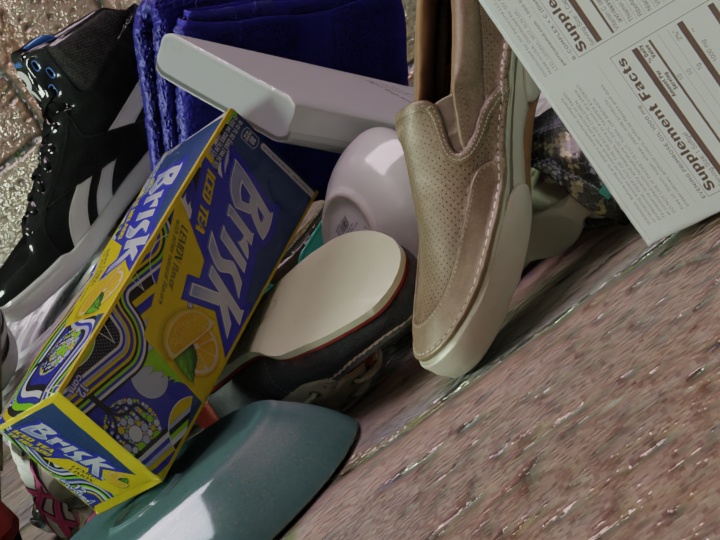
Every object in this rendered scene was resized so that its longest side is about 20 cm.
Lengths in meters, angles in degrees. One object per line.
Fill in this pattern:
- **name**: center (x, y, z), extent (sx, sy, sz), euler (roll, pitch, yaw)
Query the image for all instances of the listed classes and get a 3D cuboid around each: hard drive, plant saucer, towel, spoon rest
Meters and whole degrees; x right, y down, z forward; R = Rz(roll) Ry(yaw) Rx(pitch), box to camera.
- **hard drive**: center (0.000, -0.089, 1.042), extent (0.132, 0.199, 0.027), euler (32, 108, 46)
- **plant saucer**: center (-0.089, 0.118, 0.843), extent (0.199, 0.036, 0.200), euler (-37, 7, 5)
- **towel**: center (-0.045, -0.108, 1.124), extent (0.049, 0.149, 0.199), euler (3, 16, 44)
- **spoon rest**: center (0.000, 0.000, 0.975), extent (0.060, 0.100, 0.200), euler (-17, -20, -33)

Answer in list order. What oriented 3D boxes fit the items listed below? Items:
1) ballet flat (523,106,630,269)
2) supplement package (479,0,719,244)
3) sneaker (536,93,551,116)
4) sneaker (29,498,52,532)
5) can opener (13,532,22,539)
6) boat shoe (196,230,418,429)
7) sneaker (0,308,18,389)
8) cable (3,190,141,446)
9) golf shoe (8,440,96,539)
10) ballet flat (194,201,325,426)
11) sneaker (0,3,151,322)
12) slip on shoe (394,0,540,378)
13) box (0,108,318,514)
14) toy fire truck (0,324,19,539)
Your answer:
- **ballet flat**: center (0.077, -0.033, 0.878), extent (0.072, 0.072, 0.200), euler (-40, 6, -20)
- **supplement package**: center (0.154, -0.138, 0.756), extent (0.111, 0.156, 0.200), euler (-27, 12, 46)
- **sneaker**: center (0.120, -0.076, 0.923), extent (0.200, 0.075, 0.081), euler (-30, 19, 51)
- **sneaker**: center (-0.143, 0.095, 1.207), extent (0.201, 0.072, 0.072), euler (-53, 20, -5)
- **can opener**: center (-0.276, 0.199, 1.161), extent (0.199, 0.064, 0.079), euler (-31, 10, 42)
- **boat shoe**: center (-0.025, 0.040, 0.912), extent (0.199, 0.062, 0.072), euler (-30, 28, 48)
- **sneaker**: center (-0.283, 0.072, 1.025), extent (0.200, 0.076, 0.116), euler (-41, -16, -19)
- **cable**: center (-0.162, 0.027, 1.153), extent (0.200, 0.069, 0.201), euler (-40, 21, 32)
- **golf shoe**: center (-0.154, 0.102, 1.020), extent (0.072, 0.092, 0.200), euler (-40, -2, -18)
- **ballet flat**: center (-0.033, 0.020, 1.098), extent (0.200, 0.068, 0.067), euler (-45, -12, -6)
- **sneaker**: center (-0.187, -0.076, 1.122), extent (0.200, 0.112, 0.073), euler (-50, 18, -4)
- **slip on shoe**: center (0.042, -0.055, 0.810), extent (0.076, 0.060, 0.202), euler (-20, 55, 66)
- **box**: center (-0.096, 0.016, 0.909), extent (0.064, 0.070, 0.201), euler (-27, 27, 44)
- **toy fire truck**: center (-0.229, 0.131, 0.979), extent (0.200, 0.129, 0.176), euler (-47, 8, -12)
